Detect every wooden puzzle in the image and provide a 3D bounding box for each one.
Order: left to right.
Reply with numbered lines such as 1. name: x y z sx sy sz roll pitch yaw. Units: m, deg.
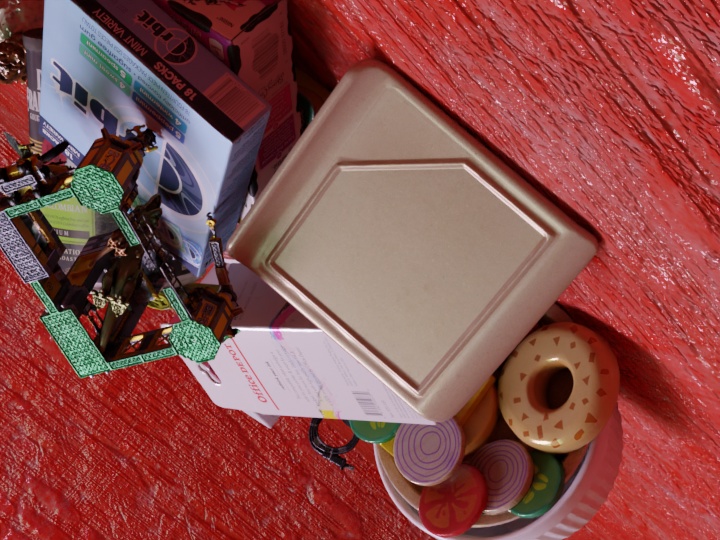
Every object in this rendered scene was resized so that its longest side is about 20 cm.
1. wooden puzzle: 0.032 -0.018 1.088 0.200 0.185 0.037 38 -150 -1

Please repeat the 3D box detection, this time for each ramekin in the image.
1. ramekin: 0.121 0.135 1.328 0.200 0.201 0.105 33 180 34

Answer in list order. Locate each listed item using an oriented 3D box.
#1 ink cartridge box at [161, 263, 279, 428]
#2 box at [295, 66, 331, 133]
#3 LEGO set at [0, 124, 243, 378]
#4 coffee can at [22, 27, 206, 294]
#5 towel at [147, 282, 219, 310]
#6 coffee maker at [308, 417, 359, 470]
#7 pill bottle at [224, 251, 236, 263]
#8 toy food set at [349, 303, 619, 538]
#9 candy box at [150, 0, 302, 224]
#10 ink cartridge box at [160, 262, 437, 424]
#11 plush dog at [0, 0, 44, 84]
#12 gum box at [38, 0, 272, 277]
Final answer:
1. ink cartridge box: -0.090 0.038 1.682 0.083 0.201 0.145 28 166 38
2. box: -0.069 -0.105 1.266 0.117 0.048 0.200 37 156 18
3. LEGO set: -0.167 -0.026 1.146 0.153 0.116 0.200 -23 117 30
4. coffee can: -0.199 -0.095 1.331 0.145 0.202 0.146 0 -166 0
5. towel: -0.112 0.026 1.388 0.199 0.018 0.086 5 -172 -44
6. coffee maker: 0.017 0.110 1.608 0.135 0.192 0.200 41 171 18
7. pill bottle: -0.120 -0.075 1.524 0.112 0.112 0.200 33 169 34
8. toy food set: 0.093 0.106 1.262 0.200 0.199 0.049 36 -178 33
9. candy box: -0.111 -0.135 1.162 0.136 0.061 0.201 33 151 27
10. ink cartridge box: -0.039 0.054 1.236 0.199 0.068 0.117 1 140 27
11. plush dog: -0.302 -0.240 1.411 0.171 0.200 0.161 28 133 8
12. gum box: -0.151 -0.105 1.141 0.170 0.045 0.200 41 152 9
